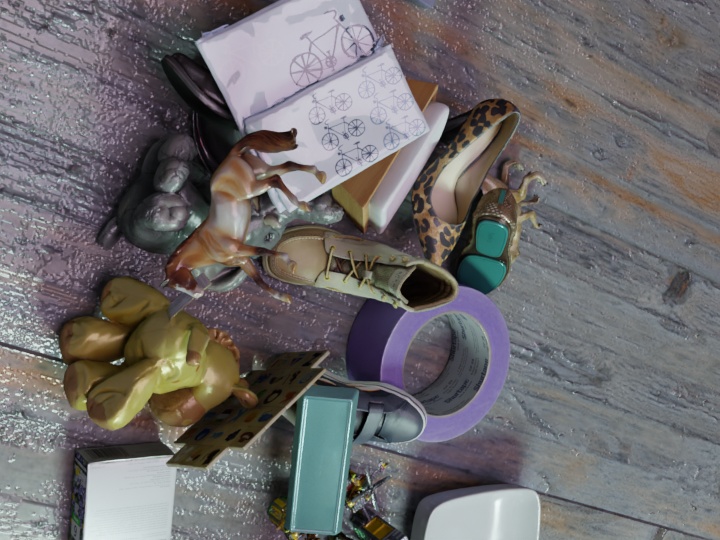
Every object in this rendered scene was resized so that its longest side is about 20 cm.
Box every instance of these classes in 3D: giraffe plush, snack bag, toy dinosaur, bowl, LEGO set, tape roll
[{"bbox_3d":[-0.203,0.102,1.358,0.199,0.174,0.162,-29,142,11],"label":"giraffe plush"},{"bbox_3d":[-0.046,-0.189,1.283,0.188,0.021,0.201,-29,102,-15],"label":"snack bag"},{"bbox_3d":[0.185,-0.096,1.608,0.101,0.058,0.201,-41,120,-15],"label":"toy dinosaur"},{"bbox_3d":[0.142,0.382,1.691,0.198,0.074,0.202,-1,102,-32],"label":"bowl"},{"bbox_3d":[-0.013,0.340,1.556,0.153,0.116,0.202,-27,115,-24],"label":"LEGO set"},{"bbox_3d":[0.087,0.108,1.582,0.198,0.085,0.202,-9,107,-31],"label":"tape roll"}]

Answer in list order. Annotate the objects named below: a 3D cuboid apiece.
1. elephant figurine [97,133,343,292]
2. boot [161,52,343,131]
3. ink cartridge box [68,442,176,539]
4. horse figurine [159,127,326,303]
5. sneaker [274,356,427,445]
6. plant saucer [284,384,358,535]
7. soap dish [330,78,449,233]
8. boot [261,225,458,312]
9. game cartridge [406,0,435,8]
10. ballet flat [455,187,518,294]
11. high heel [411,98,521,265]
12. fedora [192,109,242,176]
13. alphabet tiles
[{"bbox_3d":[-0.150,-0.049,1.354,0.199,0.155,0.143,28,78,-29],"label":"elephant figurine"},{"bbox_3d":[-0.089,-0.219,1.313,0.199,0.069,0.175,34,82,-16],"label":"boot"},{"bbox_3d":[-0.274,0.301,1.425,0.108,0.050,0.202,0,103,-32],"label":"ink cartridge box"},{"bbox_3d":[-0.113,-0.057,1.252,0.050,0.131,0.202,-34,142,-72],"label":"horse figurine"},{"bbox_3d":[-0.020,0.169,1.479,0.198,0.080,0.079,18,116,-1],"label":"sneaker"},{"bbox_3d":[-0.047,0.225,1.455,0.069,0.019,0.202,5,116,-4],"label":"plant saucer"},{"bbox_3d":[0.029,-0.131,1.430,0.081,0.200,0.158,31,85,4],"label":"soap dish"},{"bbox_3d":[0.000,0.000,1.457,0.198,0.154,0.073,8,98,-33],"label":"boot"},{"bbox_3d":[0.030,-0.402,1.449,0.199,0.038,0.131,23,85,-34],"label":"game cartridge"},{"bbox_3d":[0.163,-0.037,1.561,0.070,0.200,0.066,19,62,2],"label":"ballet flat"},{"bbox_3d":[0.128,-0.105,1.486,0.071,0.142,0.202,18,73,-31],"label":"high heel"},{"bbox_3d":[-0.088,-0.156,1.401,0.200,0.090,0.178,37,82,-33],"label":"fedora"},{"bbox_3d":[-0.125,0.153,1.397,0.200,0.166,0.006,-43,109,-30],"label":"alphabet tiles"}]
